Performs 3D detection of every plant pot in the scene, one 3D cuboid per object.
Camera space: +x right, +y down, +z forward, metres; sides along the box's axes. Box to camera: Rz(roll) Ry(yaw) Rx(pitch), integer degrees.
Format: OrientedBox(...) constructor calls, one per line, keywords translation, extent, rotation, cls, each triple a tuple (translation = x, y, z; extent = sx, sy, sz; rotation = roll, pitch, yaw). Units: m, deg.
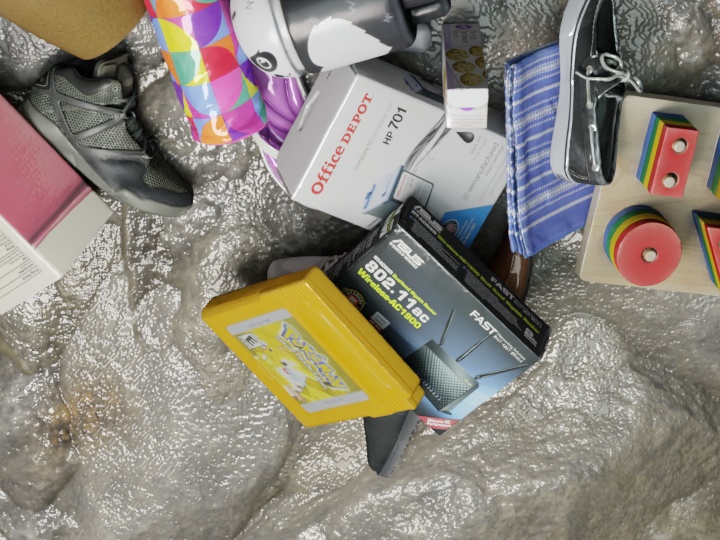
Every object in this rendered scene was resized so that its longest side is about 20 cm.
OrientedBox(translation=(-0.295, -0.303, 1.607), extent=(0.186, 0.187, 0.200), rotation=(-35, 122, 14), cls="plant pot")

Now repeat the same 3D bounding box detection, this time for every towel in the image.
OrientedBox(translation=(0.194, -0.125, 1.680), extent=(0.024, 0.144, 0.202), rotation=(16, 119, 40), cls="towel")

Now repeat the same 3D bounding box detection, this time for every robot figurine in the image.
OrientedBox(translation=(-0.021, -0.247, 1.561), extent=(0.198, 0.125, 0.151), rotation=(-14, 127, 10), cls="robot figurine")

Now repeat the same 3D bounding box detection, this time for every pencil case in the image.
OrientedBox(translation=(-0.149, -0.221, 1.633), extent=(0.088, 0.089, 0.201), rotation=(-12, 116, 6), cls="pencil case")

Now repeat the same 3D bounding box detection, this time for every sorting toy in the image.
OrientedBox(translation=(0.338, -0.064, 1.707), extent=(0.198, 0.070, 0.200), rotation=(6, 112, -13), cls="sorting toy")

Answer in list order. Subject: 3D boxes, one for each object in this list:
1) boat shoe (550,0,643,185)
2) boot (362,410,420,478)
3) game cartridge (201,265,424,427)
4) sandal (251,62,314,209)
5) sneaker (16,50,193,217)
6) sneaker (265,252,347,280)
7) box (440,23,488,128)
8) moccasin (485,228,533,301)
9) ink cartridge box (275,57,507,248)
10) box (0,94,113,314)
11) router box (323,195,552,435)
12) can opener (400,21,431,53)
OrientedBox(translation=(0.230, -0.182, 1.643), extent=(0.068, 0.073, 0.201), rotation=(12, 95, 40), cls="boat shoe")
OrientedBox(translation=(-0.033, 0.124, 1.810), extent=(0.199, 0.066, 0.165), rotation=(23, 132, 0), cls="boot")
OrientedBox(translation=(-0.048, 0.081, 1.686), extent=(0.176, 0.033, 0.200), rotation=(47, 149, -17), cls="game cartridge")
OrientedBox(translation=(-0.074, -0.144, 1.717), extent=(0.082, 0.050, 0.204), rotation=(-24, 109, 11), cls="sandal")
OrientedBox(translation=(-0.235, -0.141, 1.709), extent=(0.199, 0.076, 0.114), rotation=(38, 114, -7), cls="sneaker")
OrientedBox(translation=(0.000, 0.000, 1.740), extent=(0.198, 0.075, 0.087), rotation=(8, 128, 11), cls="sneaker")
OrientedBox(translation=(0.097, -0.186, 1.614), extent=(0.041, 0.200, 0.039), rotation=(1, 115, 2), cls="box")
OrientedBox(translation=(0.116, 0.040, 1.778), extent=(0.077, 0.074, 0.202), rotation=(21, 121, -15), cls="moccasin")
OrientedBox(translation=(0.039, -0.113, 1.683), extent=(0.199, 0.086, 0.147), rotation=(19, 112, -25), cls="ink cartridge box")
OrientedBox(translation=(-0.369, -0.076, 1.698), extent=(0.200, 0.109, 0.128), rotation=(47, 139, -16), cls="box")
OrientedBox(translation=(0.065, 0.047, 1.669), extent=(0.200, 0.062, 0.150), rotation=(42, 123, -10), cls="router box")
OrientedBox(translation=(-0.027, -0.257, 1.669), extent=(0.198, 0.053, 0.067), rotation=(5, 113, -2), cls="can opener")
